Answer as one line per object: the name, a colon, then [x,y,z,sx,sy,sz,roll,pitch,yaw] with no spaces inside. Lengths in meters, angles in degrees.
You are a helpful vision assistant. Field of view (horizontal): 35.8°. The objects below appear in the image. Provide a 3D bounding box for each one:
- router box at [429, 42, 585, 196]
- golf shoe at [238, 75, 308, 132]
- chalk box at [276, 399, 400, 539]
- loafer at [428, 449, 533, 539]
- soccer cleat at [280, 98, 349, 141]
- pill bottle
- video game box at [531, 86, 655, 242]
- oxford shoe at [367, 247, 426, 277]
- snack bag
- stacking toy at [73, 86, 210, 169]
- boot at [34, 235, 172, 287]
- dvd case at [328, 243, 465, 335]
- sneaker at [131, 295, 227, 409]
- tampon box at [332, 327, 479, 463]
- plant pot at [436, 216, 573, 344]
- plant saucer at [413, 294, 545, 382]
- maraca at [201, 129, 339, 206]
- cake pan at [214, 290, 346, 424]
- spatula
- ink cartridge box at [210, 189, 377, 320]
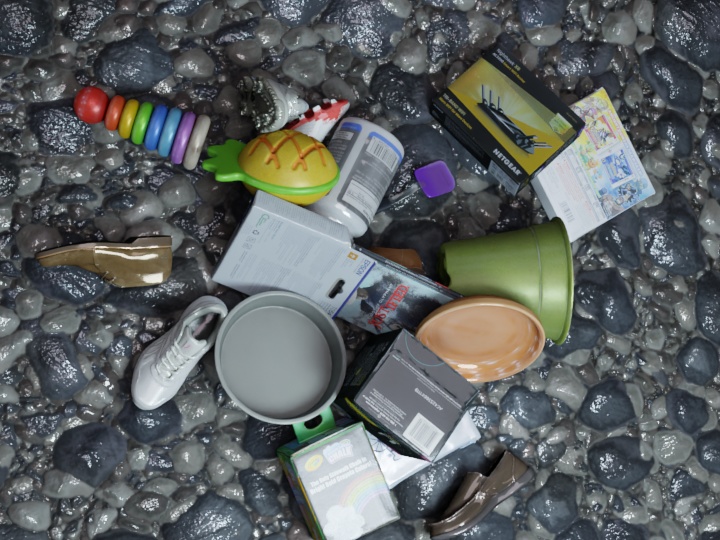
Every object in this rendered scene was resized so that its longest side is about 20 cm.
router box: [0.235,-0.244,1.792,0.157,0.052,0.200,-42,78,-14]
golf shoe: [-0.119,-0.250,1.651,0.096,0.200,0.079,1,108,-17]
chalk box: [-0.044,0.297,1.674,0.124,0.124,0.201,-22,91,-15]
loafer: [0.180,0.354,1.765,0.199,0.073,0.071,-33,85,-20]
soccer cleat: [-0.092,-0.194,1.727,0.199,0.069,0.086,-36,109,-15]
pill bottle: [-0.023,-0.122,1.707,0.113,0.114,0.201,30,76,-12]
video game box: [0.370,-0.175,1.860,0.181,0.047,0.201,-28,94,-12]
oxford shoe: [0.000,0.000,1.746,0.198,0.072,0.072,-3,57,-13]
snack bag: [0.074,0.222,1.763,0.188,0.021,0.201,-26,93,-16]
stacking toy: [-0.327,-0.221,1.654,0.198,0.085,0.086,19,81,-10]
boot: [-0.373,-0.009,1.633,0.198,0.074,0.076,-3,97,-18]
dvd case: [0.049,0.050,1.697,0.199,0.146,0.022,26,45,-8]
sneaker: [-0.266,0.117,1.635,0.078,0.099,0.201,37,78,-9]
tampon box: [0.058,0.185,1.647,0.150,0.200,0.127,38,77,-6]
plant pot: [0.218,0.018,1.747,0.188,0.200,0.202,-2,87,-3]
plant saucer: [0.177,0.099,1.679,0.198,0.201,0.038,12,49,-14]
maraca: [-0.128,-0.151,1.619,0.198,0.137,0.108,8,120,-2]
cake pan: [-0.120,0.131,1.644,0.198,0.037,0.202,6,68,-16]
spatula: [0.061,-0.117,1.780,0.199,0.021,0.057,-26,74,-12]
ink cartridge box: [-0.098,-0.014,1.647,0.199,0.200,0.041,24,49,-13]
